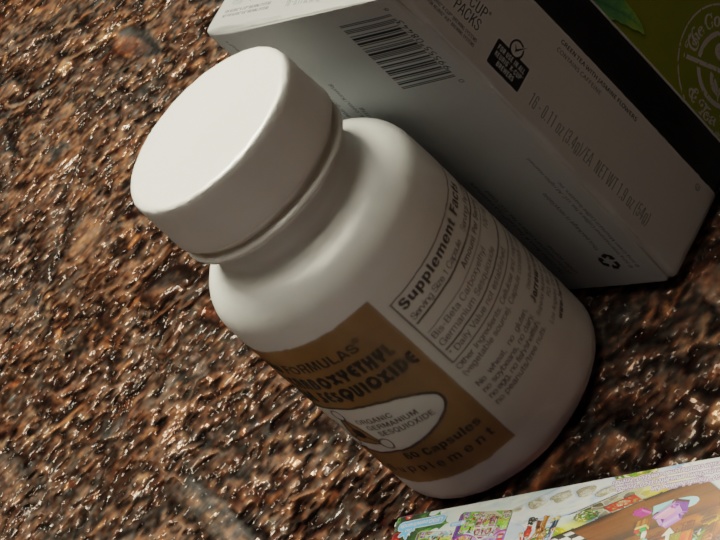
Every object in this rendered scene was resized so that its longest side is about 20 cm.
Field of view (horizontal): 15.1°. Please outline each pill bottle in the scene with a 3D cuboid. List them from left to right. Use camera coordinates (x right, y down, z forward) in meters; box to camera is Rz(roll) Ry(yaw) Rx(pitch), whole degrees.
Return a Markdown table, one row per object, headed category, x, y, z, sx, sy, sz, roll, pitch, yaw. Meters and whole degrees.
| category | x | y | z | sx | sy | sz | roll | pitch | yaw |
| --- | --- | --- | --- | --- | --- | --- | --- | --- | --- |
| pill bottle | 0.000 | 0.000 | 1.175 | 0.114 | 0.200 | 0.114 | -33 | 32 | 24 |

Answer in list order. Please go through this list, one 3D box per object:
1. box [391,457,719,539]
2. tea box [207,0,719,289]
| category | x | y | z | sx | sy | sz | roll | pitch | yaw |
| --- | --- | --- | --- | --- | --- | --- | --- | --- | --- |
| box | 0.076 | 0.148 | 1.060 | 0.200 | 0.039 | 0.137 | -15 | 41 | 43 |
| tea box | 0.076 | -0.126 | 1.230 | 0.134 | 0.200 | 0.197 | -6 | 49 | 50 |
